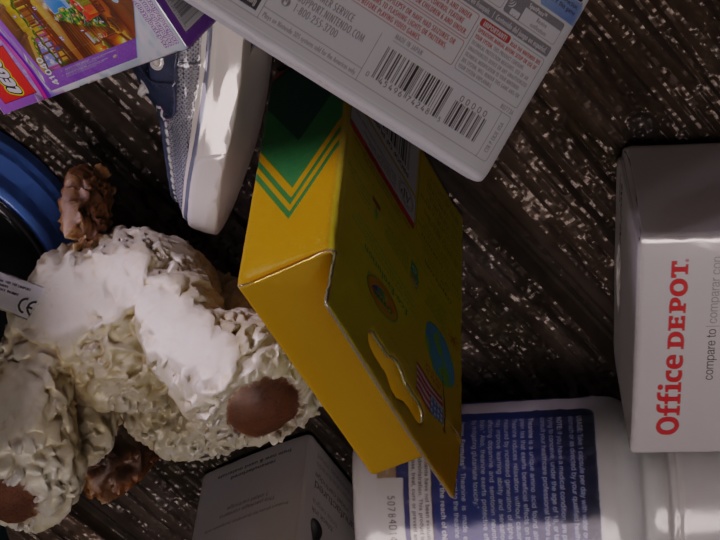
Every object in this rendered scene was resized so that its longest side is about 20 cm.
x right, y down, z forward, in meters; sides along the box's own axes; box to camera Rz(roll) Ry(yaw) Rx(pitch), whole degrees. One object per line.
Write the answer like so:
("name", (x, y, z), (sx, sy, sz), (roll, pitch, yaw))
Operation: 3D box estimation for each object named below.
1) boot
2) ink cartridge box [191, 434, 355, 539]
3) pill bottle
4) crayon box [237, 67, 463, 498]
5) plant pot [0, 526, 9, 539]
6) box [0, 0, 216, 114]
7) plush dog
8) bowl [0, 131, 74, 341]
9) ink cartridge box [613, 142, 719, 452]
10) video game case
("boot", (-0.091, -0.114, 0.792), (0.089, 0.073, 0.202), (15, 124, 7))
("ink cartridge box", (-0.034, 0.221, 0.953), (0.084, 0.201, 0.147), (-23, 124, 21))
("pill bottle", (0.098, 0.128, 0.930), (0.197, 0.112, 0.112), (-3, 128, 6))
("crayon box", (0.000, 0.000, 0.781), (0.050, 0.201, 0.127), (-21, 124, 19))
("plant pot", (-0.310, 0.186, 0.958), (0.187, 0.201, 0.200), (-32, 120, 14))
("box", (-0.159, -0.170, 0.710), (0.136, 0.039, 0.201), (-10, 121, 43))
("plush dog", (-0.101, 0.046, 0.873), (0.198, 0.162, 0.172), (-21, 153, 13))
("bowl", (-0.245, 0.001, 0.900), (0.198, 0.040, 0.202), (2, 128, 3))
("ink cartridge box", (0.231, 0.013, 0.850), (0.197, 0.085, 0.146), (-2, 127, 5))
("video game case", (0.020, -0.162, 0.698), (0.199, 0.022, 0.183), (29, 94, -27))
